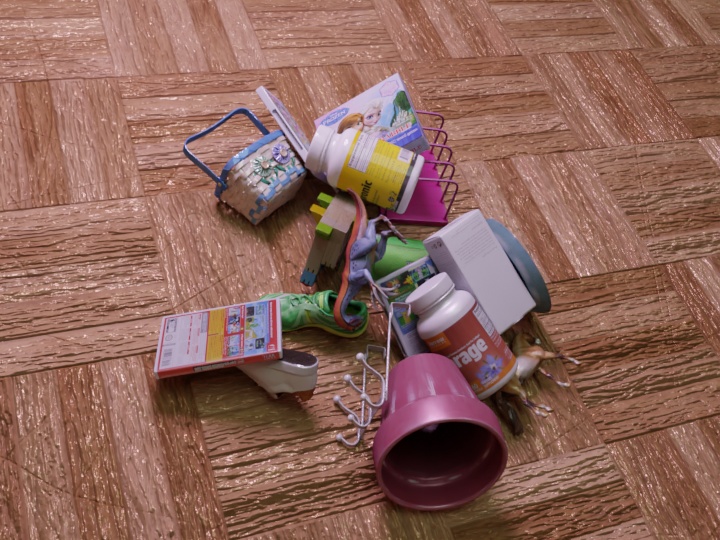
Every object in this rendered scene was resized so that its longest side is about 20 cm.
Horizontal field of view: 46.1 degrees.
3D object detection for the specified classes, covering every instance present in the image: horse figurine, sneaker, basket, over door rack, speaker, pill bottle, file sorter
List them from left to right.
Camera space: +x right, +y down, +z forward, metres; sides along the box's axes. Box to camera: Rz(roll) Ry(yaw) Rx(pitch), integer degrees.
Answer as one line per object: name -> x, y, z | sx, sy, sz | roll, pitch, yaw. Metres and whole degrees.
basket -> -0.209, -0.205, 1.584 | 0.200, 0.139, 0.176 | 41, 52, 7
sneaker -> -0.161, 0.161, 1.357 | 0.198, 0.086, 0.073 | 15, 25, 26
sneaker -> -0.080, 0.061, 1.444 | 0.197, 0.084, 0.075 | 6, 51, -10
pill bottle -> 0.006, -0.187, 1.514 | 0.198, 0.112, 0.112 | 22, 50, 1
over door rack -> 0.011, 0.161, 1.351 | 0.066, 0.148, 0.201 | 22, 50, -4
speaker -> 0.085, -0.015, 1.549 | 0.197, 0.089, 0.089 | 9, 50, -8
file sorter -> 0.108, -0.208, 1.683 | 0.137, 0.126, 0.202 | 3, 52, -13
pill bottle -> 0.165, 0.109, 1.410 | 0.112, 0.112, 0.201 | -41, 97, -36
horse figurine -> 0.290, 0.187, 1.464 | 0.132, 0.050, 0.200 | 27, 55, 23

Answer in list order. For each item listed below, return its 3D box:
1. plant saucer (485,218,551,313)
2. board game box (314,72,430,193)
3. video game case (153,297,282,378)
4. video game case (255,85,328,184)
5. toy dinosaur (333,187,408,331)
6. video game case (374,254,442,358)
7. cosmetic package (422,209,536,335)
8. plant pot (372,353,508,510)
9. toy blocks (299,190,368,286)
plant saucer -> 0.274, -0.003, 1.533 | 0.027, 0.201, 0.201 | -32, 63, -7
board game box -> 0.018, -0.265, 1.642 | 0.198, 0.041, 0.201 | -28, 48, 12
video game case -> -0.224, 0.106, 1.348 | 0.197, 0.018, 0.144 | -10, 34, 0
video game case -> -0.122, -0.257, 1.632 | 0.018, 0.143, 0.201 | -35, 82, 7
toy dinosaur -> 0.000, 0.000, 1.407 | 0.182, 0.105, 0.200 | -47, 61, 0
video game case -> 0.138, 0.066, 1.480 | 0.199, 0.022, 0.184 | -25, 91, -25
cosmetic package -> 0.206, 0.007, 1.471 | 0.101, 0.074, 0.201 | -32, 95, -24
plant pot -> 0.110, 0.234, 1.302 | 0.197, 0.202, 0.180 | 5, 36, -11
toy blocks -> -0.051, -0.053, 1.515 | 0.099, 0.138, 0.200 | 22, 31, 2
